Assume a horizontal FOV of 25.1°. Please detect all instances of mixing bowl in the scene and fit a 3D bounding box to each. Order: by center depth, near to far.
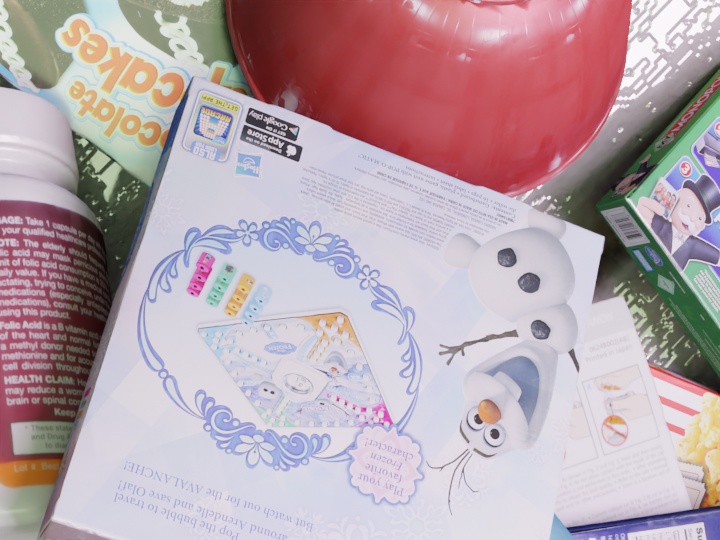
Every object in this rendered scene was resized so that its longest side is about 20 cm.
[{"bbox_3d":[0.042,-0.139,0.720,0.197,0.108,0.203,3,74,-10],"label":"mixing bowl"}]

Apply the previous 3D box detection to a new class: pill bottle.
[{"bbox_3d":[-0.165,0.030,0.715,0.113,0.114,0.202,-8,67,-7],"label":"pill bottle"}]

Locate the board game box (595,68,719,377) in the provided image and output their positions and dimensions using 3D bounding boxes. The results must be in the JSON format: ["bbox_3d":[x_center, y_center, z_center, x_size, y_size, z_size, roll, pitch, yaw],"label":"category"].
[{"bbox_3d":[0.223,0.000,0.829,0.135,0.029,0.201,-44,105,-25],"label":"board game box"}]

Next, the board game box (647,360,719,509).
[{"bbox_3d":[0.110,0.112,0.847,0.198,0.046,0.153,21,95,-12],"label":"board game box"}]

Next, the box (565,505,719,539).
[{"bbox_3d":[0.172,0.175,0.771,0.198,0.032,0.123,-4,83,-20],"label":"box"}]

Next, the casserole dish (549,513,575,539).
[{"bbox_3d":[0.031,0.136,0.717,0.121,0.039,0.201,-39,79,3],"label":"casserole dish"}]

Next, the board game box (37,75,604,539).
[{"bbox_3d":[-0.009,0.045,0.672,0.198,0.043,0.201,20,63,-11],"label":"board game box"}]

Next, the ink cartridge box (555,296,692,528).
[{"bbox_3d":[0.085,0.130,0.789,0.158,0.047,0.202,-15,85,-22],"label":"ink cartridge box"}]

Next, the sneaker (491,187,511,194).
[{"bbox_3d":[0.000,0.000,0.776,0.199,0.089,0.079,-35,70,-20],"label":"sneaker"}]

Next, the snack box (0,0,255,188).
[{"bbox_3d":[-0.093,-0.106,0.779,0.199,0.037,0.117,37,93,-14],"label":"snack box"}]
